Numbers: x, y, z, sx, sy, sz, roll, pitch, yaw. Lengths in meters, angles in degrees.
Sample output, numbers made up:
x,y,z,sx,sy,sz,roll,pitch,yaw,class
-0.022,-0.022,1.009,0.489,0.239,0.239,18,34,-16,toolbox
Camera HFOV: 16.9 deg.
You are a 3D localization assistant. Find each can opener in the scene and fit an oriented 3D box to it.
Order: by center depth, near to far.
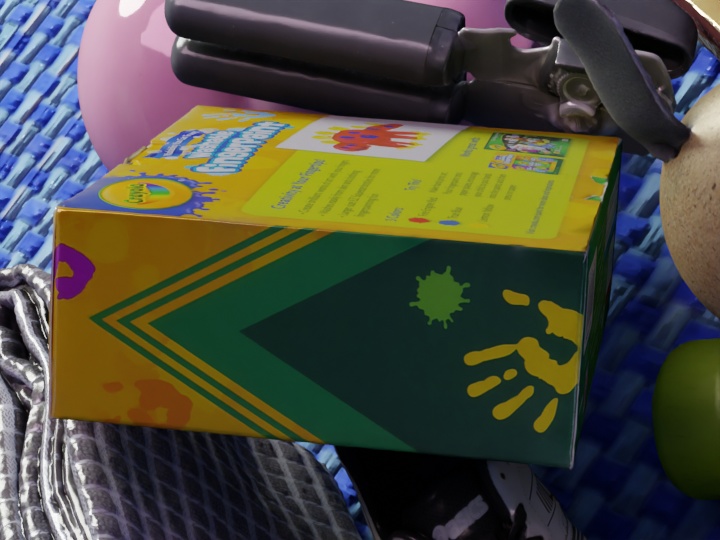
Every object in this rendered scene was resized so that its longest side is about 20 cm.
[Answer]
x,y,z,sx,sy,sz,roll,pitch,yaw,class
0.027,-0.089,0.922,0.198,0.054,0.067,12,53,12,can opener

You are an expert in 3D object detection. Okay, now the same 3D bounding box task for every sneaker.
x,y,z,sx,sy,sz,roll,pitch,yaw,class
0.049,0.109,0.800,0.076,0.088,0.200,-44,40,-3,sneaker

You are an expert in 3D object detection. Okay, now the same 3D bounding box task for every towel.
x,y,z,sx,sy,sz,roll,pitch,yaw,class
-0.064,0.102,0.837,0.086,0.165,0.200,-42,37,12,towel

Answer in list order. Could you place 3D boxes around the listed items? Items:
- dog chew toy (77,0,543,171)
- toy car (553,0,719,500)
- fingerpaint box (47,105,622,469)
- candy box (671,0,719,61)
x,y,z,sx,sy,sz,roll,pitch,yaw,class
-0.017,-0.082,1.004,0.198,0.125,0.125,-1,55,27,dog chew toy
0.146,-0.031,0.748,0.163,0.200,0.159,-8,51,36,toy car
0.000,0.000,0.822,0.165,0.074,0.200,5,14,7,fingerpaint box
0.214,-0.141,0.900,0.200,0.057,0.117,-39,37,5,candy box
